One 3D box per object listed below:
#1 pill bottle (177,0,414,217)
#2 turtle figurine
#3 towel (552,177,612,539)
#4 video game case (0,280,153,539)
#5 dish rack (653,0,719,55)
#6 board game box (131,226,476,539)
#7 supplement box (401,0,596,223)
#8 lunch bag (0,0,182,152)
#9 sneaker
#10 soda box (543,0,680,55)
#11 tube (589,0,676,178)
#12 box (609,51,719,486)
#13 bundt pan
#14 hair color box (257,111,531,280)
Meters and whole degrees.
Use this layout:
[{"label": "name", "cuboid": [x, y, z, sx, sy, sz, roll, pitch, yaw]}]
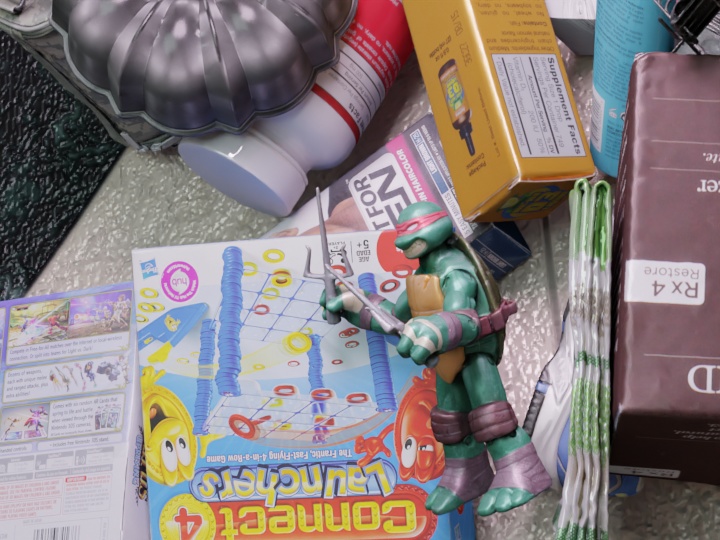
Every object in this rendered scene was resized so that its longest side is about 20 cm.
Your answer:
[{"label": "pill bottle", "cuboid": [-0.033, -0.140, 1.510, 0.112, 0.112, 0.201, 21, 73, 34]}, {"label": "turtle figurine", "cuboid": [0.041, 0.037, 1.315, 0.100, 0.150, 0.201, -22, 95, -10]}, {"label": "towel", "cuboid": [0.120, 0.053, 1.271, 0.030, 0.149, 0.202, 1, 89, 2]}, {"label": "video game case", "cuboid": [-0.219, 0.110, 1.502, 0.198, 0.045, 0.183, -8, 69, 28]}, {"label": "dish rack", "cuboid": [0.221, -0.174, 1.266, 0.055, 0.200, 0.154, 42, 98, 21]}, {"label": "board game box", "cuboid": [-0.036, 0.077, 1.427, 0.198, 0.056, 0.198, -5, 89, 17]}, {"label": "supplement box", "cuboid": [0.079, -0.133, 1.430, 0.066, 0.068, 0.202, -38, 59, 52]}, {"label": "lunch bag", "cuboid": [-0.154, -0.190, 1.568, 0.139, 0.200, 0.168, 30, 82, 32]}, {"label": "sneaker", "cuboid": [0.159, 0.042, 1.386, 0.076, 0.076, 0.202, 17, 84, 15]}, {"label": "soda box", "cuboid": [0.212, -0.168, 1.424, 0.199, 0.068, 0.064, 7, 76, 31]}, {"label": "tube", "cuboid": [0.162, -0.147, 1.373, 0.050, 0.201, 0.077, -25, 45, -23]}, {"label": "box", "cuboid": [0.221, 0.005, 1.267, 0.164, 0.164, 0.202, 3, 73, 4]}, {"label": "bundt pan", "cuboid": [-0.099, -0.188, 1.422, 0.200, 0.076, 0.204, 0, 80, 0]}, {"label": "hair color box", "cuboid": [0.000, 0.000, 1.490, 0.199, 0.060, 0.100, -36, 58, 15]}]
